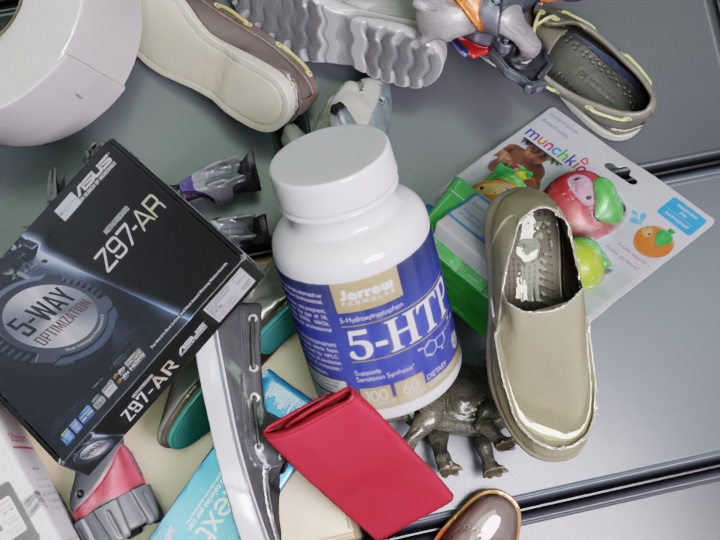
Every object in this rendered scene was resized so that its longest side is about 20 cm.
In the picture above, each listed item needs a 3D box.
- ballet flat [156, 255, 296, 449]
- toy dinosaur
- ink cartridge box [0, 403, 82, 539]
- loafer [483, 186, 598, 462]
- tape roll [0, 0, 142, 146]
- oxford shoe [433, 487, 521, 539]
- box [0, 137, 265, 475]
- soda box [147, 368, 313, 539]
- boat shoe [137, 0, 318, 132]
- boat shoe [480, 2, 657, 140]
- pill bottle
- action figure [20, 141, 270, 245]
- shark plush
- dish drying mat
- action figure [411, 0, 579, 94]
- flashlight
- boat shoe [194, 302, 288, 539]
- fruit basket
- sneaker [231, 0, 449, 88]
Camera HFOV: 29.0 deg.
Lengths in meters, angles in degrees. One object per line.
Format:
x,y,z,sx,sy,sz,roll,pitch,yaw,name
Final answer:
-0.100,0.056,1.117,0.200,0.067,0.064,-46,60,-9,ballet flat
0.073,0.110,1.120,0.199,0.077,0.103,-9,55,3,toy dinosaur
-0.265,0.181,1.049,0.067,0.116,0.200,-30,85,-7,ink cartridge box
0.126,0.038,0.992,0.075,0.068,0.201,-10,88,-3,loafer
-0.283,-0.204,1.070,0.202,0.139,0.204,0,87,8,tape roll
0.074,0.264,1.089,0.071,0.073,0.201,27,80,0,oxford shoe
-0.193,0.024,1.031,0.160,0.044,0.200,41,87,26,box
-0.104,0.178,1.087,0.064,0.068,0.200,35,80,2,soda box
-0.123,-0.187,1.142,0.200,0.072,0.059,35,36,14,boat shoe
0.162,-0.187,1.168,0.201,0.060,0.072,36,80,1,boat shoe
0.000,0.000,1.038,0.119,0.120,0.201,-21,122,-8,pill bottle
-0.176,-0.042,1.114,0.199,0.069,0.131,-11,88,-4,action figure
0.007,-0.059,1.136,0.083,0.091,0.201,-7,76,-36,shark plush
0.003,0.147,1.045,0.077,0.200,0.018,-30,52,7,dish drying mat
0.111,-0.251,1.112,0.193,0.105,0.200,-38,68,-17,action figure
-0.227,0.121,1.089,0.068,0.068,0.200,-35,82,29,flashlight
-0.076,0.118,1.034,0.066,0.070,0.201,-13,73,-3,boat shoe
0.145,-0.039,1.104,0.200,0.094,0.185,-38,56,-15,fruit basket
-0.016,-0.215,1.164,0.199,0.075,0.082,25,43,5,sneaker
